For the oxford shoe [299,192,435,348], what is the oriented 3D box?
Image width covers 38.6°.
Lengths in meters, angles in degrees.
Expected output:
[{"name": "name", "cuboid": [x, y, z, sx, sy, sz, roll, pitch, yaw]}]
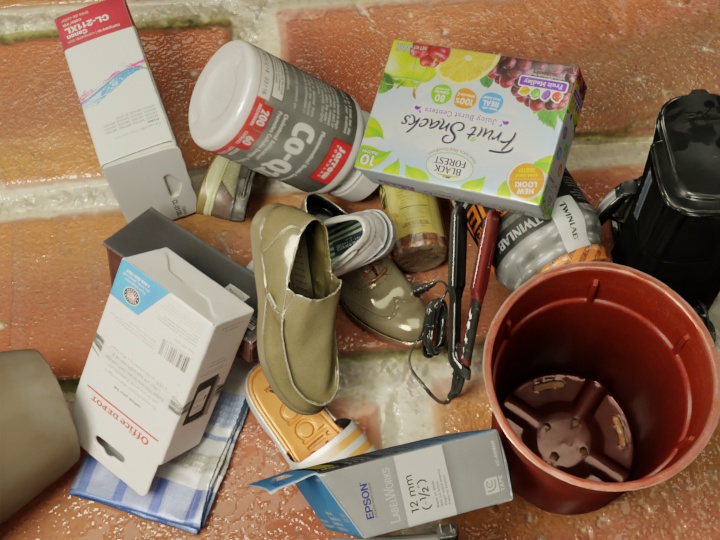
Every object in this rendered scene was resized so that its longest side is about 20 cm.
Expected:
[{"name": "oxford shoe", "cuboid": [0.000, 0.000, 1.068, 0.070, 0.075, 0.200, -41, 70, -19]}]

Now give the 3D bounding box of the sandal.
[{"name": "sandal", "cuboid": [-0.040, 0.166, 0.988, 0.079, 0.059, 0.207, -40, 77, -20]}]

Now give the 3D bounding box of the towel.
[{"name": "towel", "cuboid": [-0.189, 0.147, 1.028, 0.145, 0.024, 0.202, 15, 65, 9]}]

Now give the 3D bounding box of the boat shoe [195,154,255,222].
[{"name": "boat shoe", "cuboid": [-0.120, -0.136, 1.146, 0.064, 0.073, 0.202, 24, 65, -4]}]

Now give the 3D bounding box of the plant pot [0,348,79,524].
[{"name": "plant pot", "cuboid": [-0.361, 0.160, 0.948, 0.172, 0.201, 0.201, -21, 64, -28]}]

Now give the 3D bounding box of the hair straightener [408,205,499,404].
[{"name": "hair straightener", "cuboid": [0.087, 0.034, 1.028, 0.076, 0.041, 0.203, 11, 100, 24]}]

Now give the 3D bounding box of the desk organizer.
[{"name": "desk organizer", "cuboid": [-0.162, 0.027, 1.036, 0.199, 0.078, 0.072, 31, 51, 22]}]

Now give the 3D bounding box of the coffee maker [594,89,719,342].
[{"name": "coffee maker", "cuboid": [0.335, -0.044, 1.016, 0.133, 0.201, 0.193, -24, 66, -10]}]

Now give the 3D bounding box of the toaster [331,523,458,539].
[{"name": "toaster", "cuboid": [0.022, 0.303, 0.864, 0.127, 0.202, 0.114, -2, 25, 6]}]

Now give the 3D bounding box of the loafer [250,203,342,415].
[{"name": "loafer", "cuboid": [-0.055, 0.037, 0.952, 0.076, 0.067, 0.203, -19, 100, -42]}]

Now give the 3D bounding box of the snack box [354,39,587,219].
[{"name": "snack box", "cuboid": [0.108, -0.142, 1.021, 0.198, 0.053, 0.144, 14, 82, 25]}]

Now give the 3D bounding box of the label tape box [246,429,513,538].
[{"name": "label tape box", "cuboid": [0.012, 0.190, 0.886, 0.198, 0.143, 0.067, -12, 83, -16]}]

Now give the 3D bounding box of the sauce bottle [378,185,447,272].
[{"name": "sauce bottle", "cuboid": [0.050, -0.099, 1.124, 0.065, 0.066, 0.202, -7, 62, -3]}]

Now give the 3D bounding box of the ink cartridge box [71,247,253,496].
[{"name": "ink cartridge box", "cuboid": [-0.193, 0.096, 0.970, 0.115, 0.202, 0.067, 33, 24, 18]}]

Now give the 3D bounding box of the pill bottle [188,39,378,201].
[{"name": "pill bottle", "cuboid": [-0.068, -0.147, 1.069, 0.199, 0.113, 0.115, 20, 56, -38]}]

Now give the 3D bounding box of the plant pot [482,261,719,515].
[{"name": "plant pot", "cuboid": [0.201, 0.125, 0.937, 0.198, 0.196, 0.203, 0, 64, 1]}]

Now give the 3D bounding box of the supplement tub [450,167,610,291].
[{"name": "supplement tub", "cuboid": [0.168, -0.065, 1.072, 0.121, 0.123, 0.201, -24, 65, -11]}]

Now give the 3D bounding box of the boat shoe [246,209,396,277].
[{"name": "boat shoe", "cuboid": [-0.061, -0.012, 1.029, 0.199, 0.067, 0.074, -30, 72, 24]}]

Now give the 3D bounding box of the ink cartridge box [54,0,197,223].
[{"name": "ink cartridge box", "cuboid": [-0.251, -0.166, 1.113, 0.082, 0.146, 0.202, -19, 65, -7]}]
